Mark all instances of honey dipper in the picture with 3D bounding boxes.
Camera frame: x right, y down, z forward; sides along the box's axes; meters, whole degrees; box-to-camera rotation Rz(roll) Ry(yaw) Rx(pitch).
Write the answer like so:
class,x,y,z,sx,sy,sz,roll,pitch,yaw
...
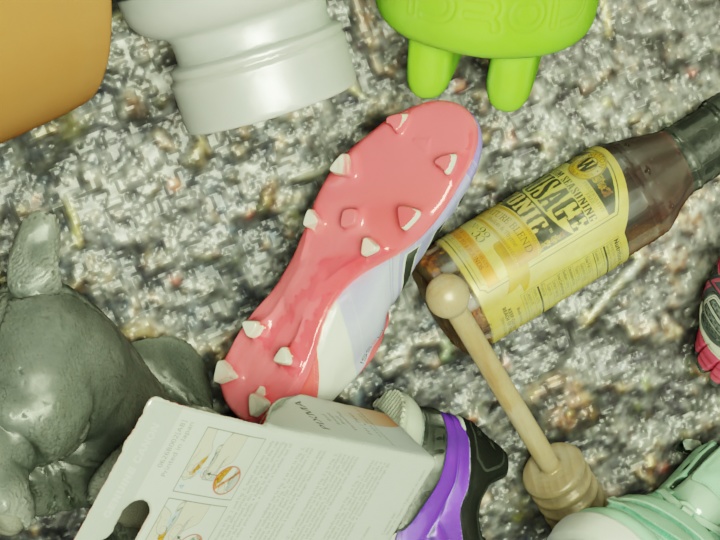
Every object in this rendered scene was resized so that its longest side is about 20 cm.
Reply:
class,x,y,z,sx,sy,sz,roll,pitch,yaw
honey dipper,0.083,0.071,0.878,0.038,0.038,0.201,-35,126,-5

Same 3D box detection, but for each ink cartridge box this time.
class,x,y,z,sx,sy,sz,roll,pitch,yaw
ink cartridge box,-0.073,0.133,0.788,0.199,0.050,0.163,19,104,-46

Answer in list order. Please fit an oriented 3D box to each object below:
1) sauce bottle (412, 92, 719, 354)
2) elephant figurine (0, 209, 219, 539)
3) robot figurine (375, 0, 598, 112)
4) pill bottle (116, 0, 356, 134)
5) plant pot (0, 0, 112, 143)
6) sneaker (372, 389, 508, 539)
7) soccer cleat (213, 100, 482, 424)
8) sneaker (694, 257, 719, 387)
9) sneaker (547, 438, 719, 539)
class,x,y,z,sx,sy,sz,roll,pitch,yaw
sauce bottle,0.124,-0.031,0.894,0.199,0.066,0.066,-33,105,-8
elephant figurine,-0.118,0.095,0.839,0.199,0.155,0.143,22,51,-26
robot figurine,0.067,-0.184,0.810,0.174,0.116,0.202,10,120,11
pill bottle,-0.070,-0.175,0.795,0.118,0.120,0.202,-19,103,-9
plant pot,-0.201,-0.131,0.744,0.139,0.200,0.202,-13,103,-27
sneaker,0.027,0.174,0.902,0.099,0.070,0.202,18,97,-21
soccer cleat,0.000,0.000,0.857,0.067,0.076,0.201,40,100,28
sneaker,0.274,0.046,0.878,0.198,0.081,0.075,17,129,24
sneaker,0.167,0.126,0.881,0.074,0.200,0.119,36,86,23
